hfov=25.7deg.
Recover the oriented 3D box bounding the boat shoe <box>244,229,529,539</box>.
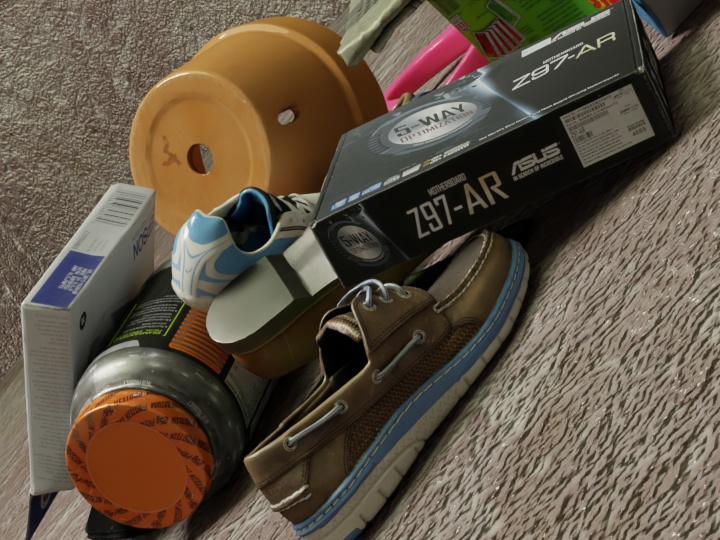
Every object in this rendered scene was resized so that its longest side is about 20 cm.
[{"bbox_3d":[0.016,0.043,0.797,0.200,0.072,0.072,-54,12,-31],"label":"boat shoe"}]

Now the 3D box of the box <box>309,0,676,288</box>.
[{"bbox_3d":[0.076,-0.076,0.900,0.199,0.044,0.160,-24,18,16],"label":"box"}]

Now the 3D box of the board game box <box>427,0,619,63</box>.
[{"bbox_3d":[0.136,-0.215,1.152,0.048,0.101,0.200,-53,12,-24],"label":"board game box"}]

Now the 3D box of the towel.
[{"bbox_3d":[0.064,-0.239,1.192,0.200,0.035,0.193,-42,15,18],"label":"towel"}]

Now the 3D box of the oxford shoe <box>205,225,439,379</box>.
[{"bbox_3d":[0.000,0.000,1.014,0.199,0.071,0.072,-32,42,8],"label":"oxford shoe"}]

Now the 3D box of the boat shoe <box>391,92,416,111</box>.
[{"bbox_3d":[-0.003,-0.050,1.222,0.200,0.064,0.071,-52,12,-22],"label":"boat shoe"}]

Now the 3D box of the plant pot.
[{"bbox_3d":[-0.091,-0.098,1.274,0.200,0.201,0.140,-42,-9,30],"label":"plant pot"}]

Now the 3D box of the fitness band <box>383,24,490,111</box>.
[{"bbox_3d":[0.078,-0.187,1.461,0.144,0.037,0.200,-49,12,-5],"label":"fitness band"}]

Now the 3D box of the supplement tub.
[{"bbox_3d":[-0.124,0.080,1.090,0.122,0.122,0.200,-42,12,28],"label":"supplement tub"}]

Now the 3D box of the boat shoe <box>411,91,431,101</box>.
[{"bbox_3d":[0.035,-0.078,1.112,0.072,0.072,0.200,-35,16,43],"label":"boat shoe"}]

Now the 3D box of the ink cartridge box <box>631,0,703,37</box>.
[{"bbox_3d":[0.157,-0.254,0.987,0.115,0.068,0.200,-46,55,8],"label":"ink cartridge box"}]

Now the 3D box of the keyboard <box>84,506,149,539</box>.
[{"bbox_3d":[-0.167,0.163,1.242,0.200,0.039,0.105,-21,52,65],"label":"keyboard"}]

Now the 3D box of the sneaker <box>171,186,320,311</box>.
[{"bbox_3d":[-0.057,-0.027,1.091,0.200,0.072,0.073,-26,-41,-58],"label":"sneaker"}]

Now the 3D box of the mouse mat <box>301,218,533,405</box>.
[{"bbox_3d":[0.018,0.047,0.957,0.161,0.008,0.200,-54,11,-27],"label":"mouse mat"}]

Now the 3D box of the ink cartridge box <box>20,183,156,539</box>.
[{"bbox_3d":[-0.195,0.067,1.162,0.200,0.040,0.201,-69,-13,-60],"label":"ink cartridge box"}]
